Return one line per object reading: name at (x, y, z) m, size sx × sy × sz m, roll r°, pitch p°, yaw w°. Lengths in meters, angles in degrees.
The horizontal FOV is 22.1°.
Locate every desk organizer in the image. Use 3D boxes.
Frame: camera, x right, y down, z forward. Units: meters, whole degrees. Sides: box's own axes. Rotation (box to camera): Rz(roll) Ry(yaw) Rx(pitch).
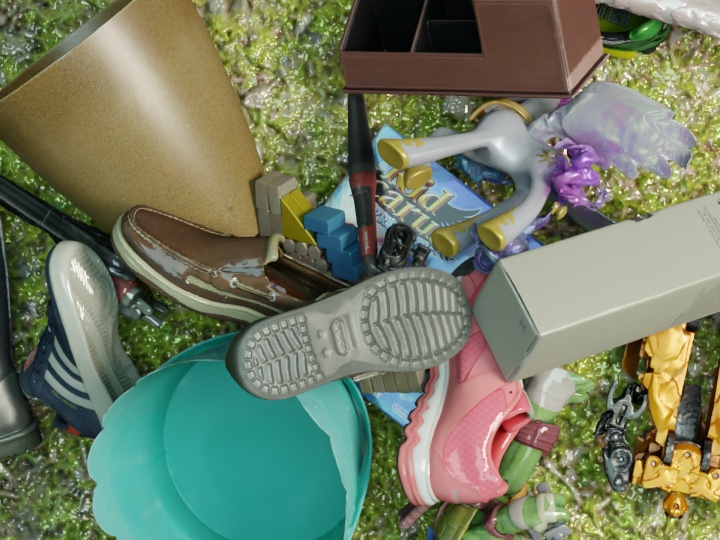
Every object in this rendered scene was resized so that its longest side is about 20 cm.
desk organizer at (0.078, -0.181, 1.385) m, size 0.199 × 0.072 × 0.077 m, roll 5°, pitch 124°, yaw 32°

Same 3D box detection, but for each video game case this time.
video game case at (0.044, 0.016, 1.452) m, size 0.200 × 0.045 × 0.182 m, roll 37°, pitch 90°, yaw 3°

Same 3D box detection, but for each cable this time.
cable at (-0.236, -0.021, 1.444) m, size 0.199 × 0.097 × 0.051 m, roll 29°, pitch 87°, yaw 5°

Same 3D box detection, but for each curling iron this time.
curling iron at (0.011, -0.064, 1.394) m, size 0.049 × 0.201 × 0.026 m, roll 7°, pitch 134°, yaw -22°

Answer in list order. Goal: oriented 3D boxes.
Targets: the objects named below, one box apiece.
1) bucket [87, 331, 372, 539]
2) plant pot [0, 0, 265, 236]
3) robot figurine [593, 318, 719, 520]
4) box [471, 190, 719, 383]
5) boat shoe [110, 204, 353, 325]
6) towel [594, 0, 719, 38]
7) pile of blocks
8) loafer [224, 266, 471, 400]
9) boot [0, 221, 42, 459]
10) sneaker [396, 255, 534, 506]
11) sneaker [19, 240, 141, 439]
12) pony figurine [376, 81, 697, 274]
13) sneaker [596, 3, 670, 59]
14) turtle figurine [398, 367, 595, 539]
bucket at (-0.089, 0.148, 1.394) m, size 0.206 × 0.135 × 0.209 m, roll 2°, pitch 101°, yaw 12°
plant pot at (-0.162, -0.097, 1.414) m, size 0.186 × 0.186 × 0.200 m, roll -35°, pitch 104°, yaw 2°
robot figurine at (0.262, 0.093, 1.431) m, size 0.144 × 0.058 × 0.202 m, roll 12°, pitch 89°, yaw 4°
box at (0.187, 0.011, 1.341) m, size 0.199 × 0.082 × 0.069 m, roll -16°, pitch 66°, yaw -24°
boat shoe at (-0.080, -0.003, 1.343) m, size 0.201 × 0.075 × 0.075 m, roll 28°, pitch 121°, yaw -15°
towel at (0.263, -0.260, 1.410) m, size 0.199 × 0.032 × 0.192 m, roll 16°, pitch 60°, yaw 3°
pile of blocks at (0.000, 0.000, 1.397) m, size 0.082 × 0.062 × 0.201 m, roll -32°, pitch 92°, yaw 42°
loafer at (-0.012, 0.042, 1.301) m, size 0.199 × 0.070 × 0.076 m, roll -10°, pitch 93°, yaw -30°
boot at (-0.349, 0.060, 1.448) m, size 0.181 × 0.073 × 0.201 m, roll -17°, pitch 104°, yaw -10°
sneaker at (0.093, 0.084, 1.362) m, size 0.086 × 0.074 × 0.201 m, roll 4°, pitch 66°, yaw 24°
sneaker at (-0.228, 0.059, 1.412) m, size 0.084 × 0.075 × 0.201 m, roll 3°, pitch 132°, yaw 14°
pony figurine at (0.136, -0.080, 1.386) m, size 0.193 × 0.167 × 0.200 m, roll 41°, pitch 55°, yaw 19°
sneaker at (0.146, -0.220, 1.430) m, size 0.199 × 0.085 × 0.079 m, roll 12°, pitch 90°, yaw 4°
turtle figurine at (0.144, 0.180, 1.394) m, size 0.199 × 0.144 × 0.195 m, roll 14°, pitch 77°, yaw 38°
